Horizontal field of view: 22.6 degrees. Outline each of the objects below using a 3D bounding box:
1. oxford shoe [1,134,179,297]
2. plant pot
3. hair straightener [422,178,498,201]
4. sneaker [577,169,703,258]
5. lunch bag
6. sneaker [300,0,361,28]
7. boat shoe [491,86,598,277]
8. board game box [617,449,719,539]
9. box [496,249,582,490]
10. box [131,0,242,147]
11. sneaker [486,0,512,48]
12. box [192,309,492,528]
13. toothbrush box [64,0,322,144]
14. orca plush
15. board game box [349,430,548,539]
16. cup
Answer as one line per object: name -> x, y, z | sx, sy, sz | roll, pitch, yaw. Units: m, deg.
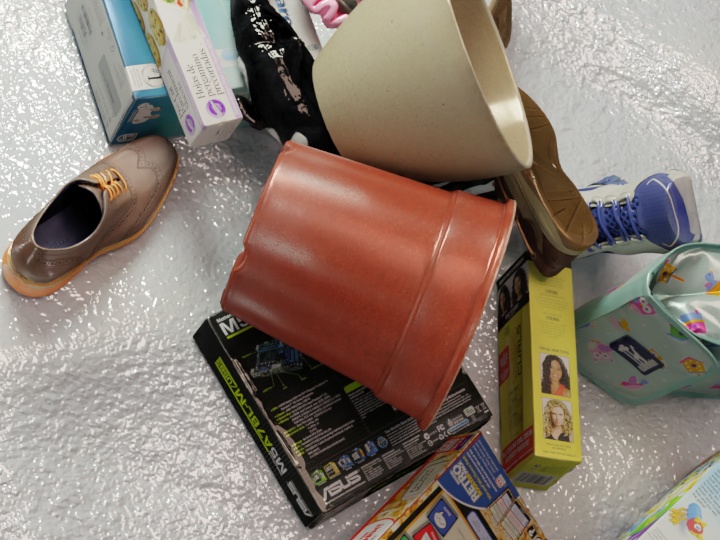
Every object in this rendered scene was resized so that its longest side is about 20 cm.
oxford shoe -> -0.213, -0.056, 1.502 | 0.071, 0.073, 0.200 | 41, 54, 0
plant pot -> 0.000, 0.000, 1.464 | 0.193, 0.201, 0.202 | 22, 56, -1
hair straightener -> 0.086, -0.089, 1.670 | 0.198, 0.041, 0.078 | -16, 107, -30
sneaker -> 0.223, -0.040, 1.658 | 0.114, 0.199, 0.082 | -17, 97, -19
lunch bag -> 0.295, 0.050, 1.637 | 0.198, 0.170, 0.124 | 5, 72, -25
sneaker -> 0.036, -0.222, 1.611 | 0.200, 0.095, 0.079 | 42, 13, -16
boat shoe -> 0.145, -0.084, 1.630 | 0.072, 0.072, 0.201 | -4, 56, -37
board game box -> 0.299, 0.244, 1.578 | 0.199, 0.103, 0.105 | -34, 82, -35
box -> 0.158, 0.088, 1.611 | 0.050, 0.075, 0.202 | 10, 62, -18
box -> -0.157, -0.204, 1.523 | 0.038, 0.041, 0.202 | -14, 74, -30
sneaker -> 0.084, -0.237, 1.746 | 0.107, 0.071, 0.200 | 2, 26, 16
box -> -0.013, 0.091, 1.541 | 0.199, 0.048, 0.194 | -26, 75, -33
toothbrush box -> -0.144, -0.206, 1.607 | 0.198, 0.085, 0.148 | -11, 71, -30
orca plush -> -0.056, -0.188, 1.548 | 0.104, 0.071, 0.202 | 0, 67, -28
board game box -> 0.067, 0.252, 1.470 | 0.200, 0.046, 0.152 | -40, 103, -36
cup -> 0.044, -0.156, 1.511 | 0.200, 0.142, 0.202 | -20, 90, -74
